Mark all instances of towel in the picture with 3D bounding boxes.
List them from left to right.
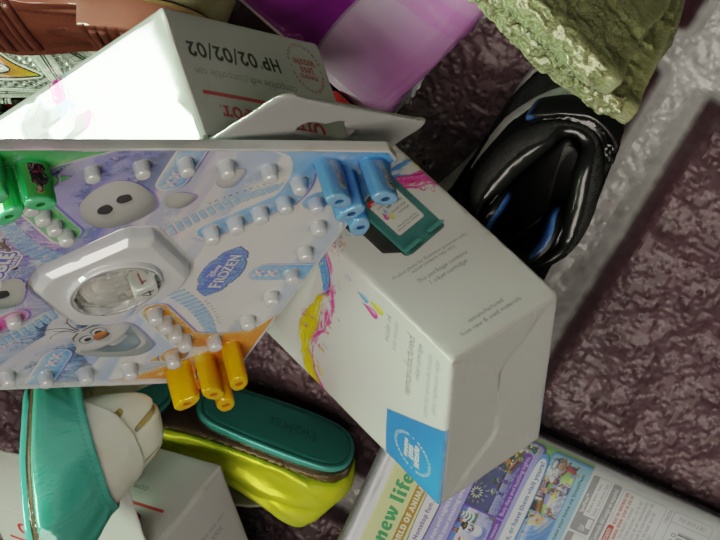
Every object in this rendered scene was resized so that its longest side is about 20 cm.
[{"bbox_3d":[0.069,-0.167,1.269,0.200,0.148,0.036,43,129,-10],"label":"towel"}]

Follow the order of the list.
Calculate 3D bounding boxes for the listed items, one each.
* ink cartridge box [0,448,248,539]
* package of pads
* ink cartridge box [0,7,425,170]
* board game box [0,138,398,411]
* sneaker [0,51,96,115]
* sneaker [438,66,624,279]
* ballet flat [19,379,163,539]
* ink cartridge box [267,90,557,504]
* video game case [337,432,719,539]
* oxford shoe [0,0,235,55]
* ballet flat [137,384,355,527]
[{"bbox_3d":[-0.117,0.151,1.456,0.117,0.067,0.200,13,137,33],"label":"ink cartridge box"},{"bbox_3d":[-0.019,-0.174,1.321,0.200,0.076,0.121,42,117,-9],"label":"package of pads"},{"bbox_3d":[-0.085,-0.054,1.249,0.200,0.115,0.068,-29,71,29],"label":"ink cartridge box"},{"bbox_3d":[-0.107,0.009,1.227,0.200,0.026,0.200,-1,149,-30],"label":"board game box"},{"bbox_3d":[-0.169,-0.105,1.379,0.200,0.078,0.082,23,95,9],"label":"sneaker"},{"bbox_3d":[0.060,-0.010,1.363,0.073,0.112,0.200,28,118,-2],"label":"sneaker"},{"bbox_3d":[-0.131,0.062,1.350,0.070,0.200,0.067,-14,133,2],"label":"ballet flat"},{"bbox_3d":[0.000,0.000,1.332,0.200,0.067,0.116,43,151,28],"label":"ink cartridge box"},{"bbox_3d":[0.068,0.182,1.460,0.182,0.022,0.200,24,96,-4],"label":"video game case"},{"bbox_3d":[-0.148,-0.143,1.308,0.200,0.070,0.075,14,73,13],"label":"oxford shoe"},{"bbox_3d":[-0.098,0.076,1.468,0.200,0.067,0.067,28,131,-3],"label":"ballet flat"}]
